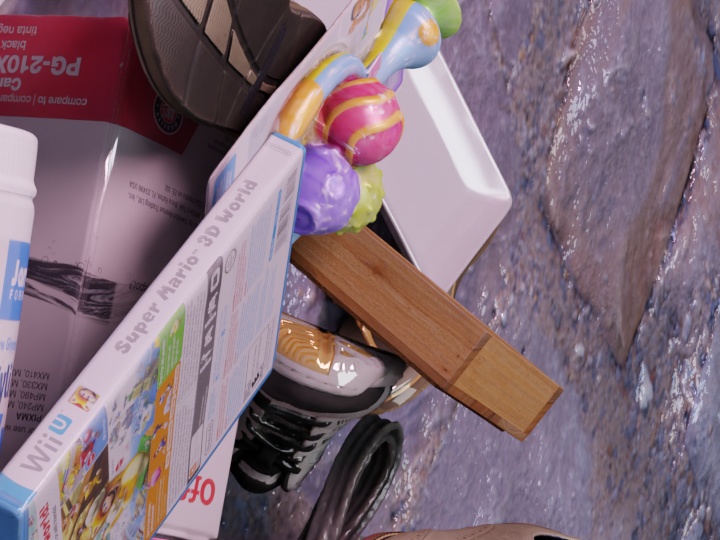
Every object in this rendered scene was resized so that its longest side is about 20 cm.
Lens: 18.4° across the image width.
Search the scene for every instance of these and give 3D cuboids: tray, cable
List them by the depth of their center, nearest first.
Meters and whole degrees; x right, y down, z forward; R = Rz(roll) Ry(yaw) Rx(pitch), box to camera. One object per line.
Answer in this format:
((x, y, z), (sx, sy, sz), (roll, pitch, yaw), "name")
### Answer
((0.000, 0.000, 1.060), (0.037, 0.200, 0.099), (-52, 149, 2), "tray")
((-0.025, 0.161, 1.062), (0.200, 0.050, 0.098), (-45, 138, -34), "cable")
((0.013, -0.091, 1.189), (0.107, 0.022, 0.201), (-49, 119, -45), "tray")

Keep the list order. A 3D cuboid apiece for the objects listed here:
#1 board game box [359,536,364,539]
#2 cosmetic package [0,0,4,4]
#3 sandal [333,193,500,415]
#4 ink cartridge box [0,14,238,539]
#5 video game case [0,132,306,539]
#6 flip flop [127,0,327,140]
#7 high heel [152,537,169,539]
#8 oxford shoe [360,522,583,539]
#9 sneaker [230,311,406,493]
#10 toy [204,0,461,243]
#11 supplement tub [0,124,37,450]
((0.007, 0.246, 1.189), (0.029, 0.134, 0.201), (55, 48, -58), "board game box")
((-0.205, -0.162, 0.662), (0.168, 0.165, 0.201), (-53, 139, -43), "cosmetic package")
((0.021, 0.004, 1.230), (0.054, 0.080, 0.201), (55, 44, -30), "sandal")
((-0.111, 0.007, 0.964), (0.145, 0.084, 0.202), (26, 72, -61), "ink cartridge box")
((-0.081, 0.058, 0.847), (0.200, 0.018, 0.144), (-55, 165, -38), "video game case")
((-0.061, -0.100, 0.897), (0.082, 0.057, 0.200), (-62, 166, -2), "flip flop")
((-0.077, 0.138, 0.939), (0.096, 0.199, 0.068), (50, 52, -62), "high heel")
((0.052, 0.154, 1.084), (0.200, 0.074, 0.071), (-13, 89, -57), "oxford shoe")
((-0.030, 0.069, 1.070), (0.200, 0.075, 0.088), (151, -39, -85), "sneaker")
((-0.005, -0.057, 0.966), (0.116, 0.047, 0.201), (97, 18, -49), "toy")
((-0.188, 0.042, 0.779), (0.132, 0.131, 0.202), (10, 89, -62), "supplement tub")
